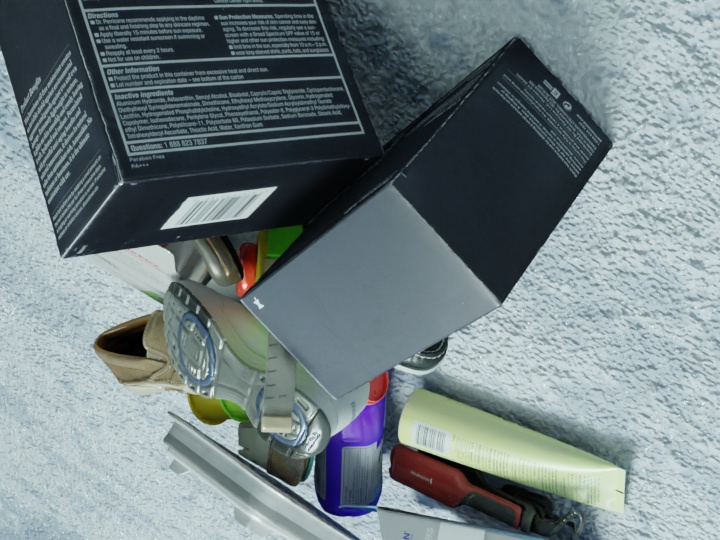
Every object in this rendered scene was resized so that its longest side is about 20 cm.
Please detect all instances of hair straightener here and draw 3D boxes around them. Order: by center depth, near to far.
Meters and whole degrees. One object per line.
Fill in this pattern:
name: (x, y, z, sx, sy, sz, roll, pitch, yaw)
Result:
hair straightener: (0.119, 0.189, 1.134, 0.199, 0.077, 0.041, 11, 97, 44)

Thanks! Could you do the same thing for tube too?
tube: (0.130, 0.154, 1.103, 0.199, 0.058, 0.052, 18, 100, 23)

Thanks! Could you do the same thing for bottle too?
bottle: (-0.009, 0.131, 1.164, 0.065, 0.084, 0.201, 0, 130, -2)

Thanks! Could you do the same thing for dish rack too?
dish rack: (-0.082, 0.206, 1.146, 0.171, 0.044, 0.200, 26, 169, 42)

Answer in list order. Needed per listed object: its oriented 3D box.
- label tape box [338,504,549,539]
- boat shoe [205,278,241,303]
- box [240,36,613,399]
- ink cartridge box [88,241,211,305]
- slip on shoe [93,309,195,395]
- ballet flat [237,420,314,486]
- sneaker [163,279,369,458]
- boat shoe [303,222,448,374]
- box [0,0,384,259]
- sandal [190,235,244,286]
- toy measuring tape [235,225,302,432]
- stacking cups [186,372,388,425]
label tape box: (0.093, 0.255, 1.144, 0.198, 0.067, 0.143, 3, 166, 32)
boat shoe: (-0.110, 0.037, 1.177, 0.071, 0.064, 0.200, 40, 140, -1)
box: (0.044, -0.032, 0.894, 0.104, 0.182, 0.200, 47, 141, -7)
ink cartridge box: (-0.181, -0.036, 1.104, 0.117, 0.068, 0.200, 30, 164, 5)
slip on shoe: (-0.161, 0.062, 1.130, 0.061, 0.076, 0.199, 40, 149, -28)
ballet flat: (-0.079, 0.153, 1.180, 0.067, 0.069, 0.200, 9, 178, -5)
sneaker: (-0.079, 0.071, 1.021, 0.200, 0.087, 0.075, 38, 126, 26)
boat shoe: (0.000, 0.000, 1.045, 0.200, 0.076, 0.060, 42, 147, -1)
box: (-0.120, -0.131, 0.873, 0.123, 0.199, 0.200, -37, 67, 51)
sandal: (-0.158, -0.063, 0.952, 0.201, 0.054, 0.082, 54, -177, 5)
toy measuring tape: (-0.061, 0.036, 0.970, 0.073, 0.202, 0.074, 0, 151, 0)
stacking cups: (-0.062, 0.093, 1.099, 0.199, 0.061, 0.061, -12, 117, 41)
